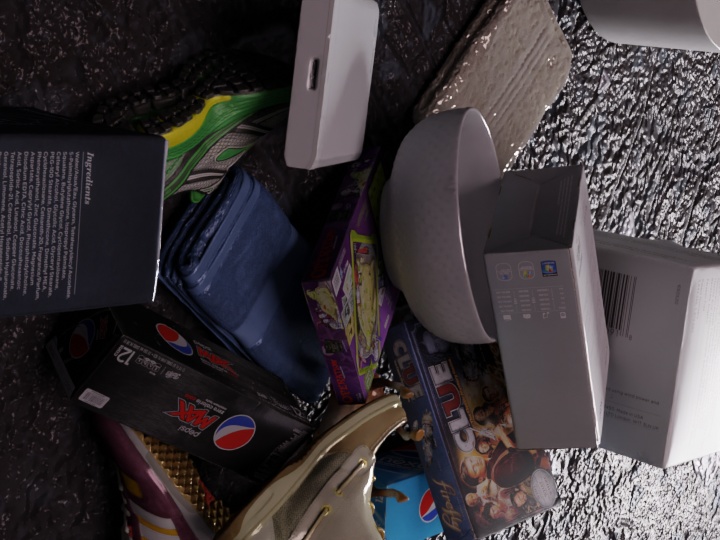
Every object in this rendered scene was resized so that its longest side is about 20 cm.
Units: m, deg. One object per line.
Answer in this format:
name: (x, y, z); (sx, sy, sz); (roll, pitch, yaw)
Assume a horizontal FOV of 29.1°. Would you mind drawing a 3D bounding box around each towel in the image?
towel: (0.125, -0.171, 1.291); (0.201, 0.034, 0.133); (-55, 134, -21)
towel: (-0.078, 0.014, 1.100); (0.200, 0.048, 0.112); (50, 61, -43)

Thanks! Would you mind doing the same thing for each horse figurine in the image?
horse figurine: (0.000, 0.142, 1.186); (0.050, 0.132, 0.202); (-4, 114, -35)

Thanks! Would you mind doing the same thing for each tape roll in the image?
tape roll: (0.325, -0.324, 1.394); (0.202, 0.139, 0.204); (-16, 111, -46)

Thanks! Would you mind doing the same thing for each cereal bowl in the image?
cereal bowl: (0.068, -0.036, 1.176); (0.200, 0.083, 0.202); (-4, 90, -73)

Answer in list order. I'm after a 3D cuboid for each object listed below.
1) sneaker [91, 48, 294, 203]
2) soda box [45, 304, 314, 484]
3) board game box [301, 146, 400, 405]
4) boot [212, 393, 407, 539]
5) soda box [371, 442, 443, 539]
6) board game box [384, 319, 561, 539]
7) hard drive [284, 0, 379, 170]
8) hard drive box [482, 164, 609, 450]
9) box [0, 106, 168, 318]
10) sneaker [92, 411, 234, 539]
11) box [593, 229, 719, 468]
sneaker: (-0.114, -0.104, 1.020); (0.199, 0.078, 0.086); (-30, 137, -37)
soda box: (-0.130, 0.087, 1.019); (0.063, 0.071, 0.200); (-49, 132, 9)
board game box: (0.000, 0.000, 1.132); (0.201, 0.032, 0.121); (-70, 146, -54)
boot: (0.003, 0.198, 1.044); (0.155, 0.072, 0.200); (48, 49, 5)
soda box: (0.066, 0.202, 1.304); (0.199, 0.064, 0.068); (-10, 108, -47)
board game box: (0.103, 0.137, 1.270); (0.135, 0.034, 0.201); (-11, 80, -46)
hard drive: (-0.020, -0.148, 1.060); (0.200, 0.026, 0.133); (-34, 131, -78)
hard drive box: (0.169, 0.032, 1.224); (0.156, 0.076, 0.201); (-67, 148, -58)
box: (-0.240, -0.039, 0.826); (0.199, 0.148, 0.108); (-6, 105, -47)
sneaker: (-0.157, 0.185, 1.040); (0.090, 0.075, 0.201); (-31, 107, 7)
box: (0.263, 0.070, 1.387); (0.130, 0.198, 0.202); (-4, 104, -48)
